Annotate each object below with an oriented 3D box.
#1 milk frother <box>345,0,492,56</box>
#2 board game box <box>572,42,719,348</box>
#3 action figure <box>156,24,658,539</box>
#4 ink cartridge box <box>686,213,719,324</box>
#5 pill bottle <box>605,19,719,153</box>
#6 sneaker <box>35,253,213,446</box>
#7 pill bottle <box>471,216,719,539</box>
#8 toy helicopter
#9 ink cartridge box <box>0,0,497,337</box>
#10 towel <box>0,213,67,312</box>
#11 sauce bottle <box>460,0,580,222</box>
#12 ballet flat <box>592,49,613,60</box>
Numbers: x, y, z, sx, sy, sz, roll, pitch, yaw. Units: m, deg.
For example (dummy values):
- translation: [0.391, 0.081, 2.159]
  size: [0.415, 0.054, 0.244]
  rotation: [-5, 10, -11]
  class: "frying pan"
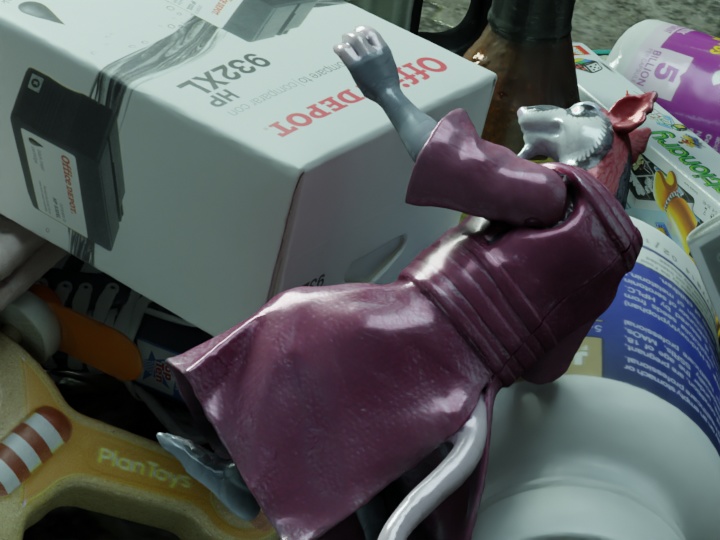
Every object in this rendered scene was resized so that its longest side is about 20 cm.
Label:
- translation: [0.005, -0.168, 1.118]
  size: [0.179, 0.189, 0.200]
  rotation: [11, 24, 6]
  class: "milk frother"
- translation: [0.127, -0.009, 0.935]
  size: [0.034, 0.127, 0.200]
  rotation: [-5, 30, -24]
  class: "board game box"
- translation: [0.033, 0.014, 0.655]
  size: [0.200, 0.134, 0.149]
  rotation: [-45, 39, -4]
  class: "action figure"
- translation: [0.239, 0.053, 0.811]
  size: [0.173, 0.044, 0.201]
  rotation: [-14, 78, -36]
  class: "ink cartridge box"
- translation: [0.224, -0.055, 1.060]
  size: [0.199, 0.113, 0.112]
  rotation: [20, 31, 22]
  class: "pill bottle"
- translation: [-0.121, 0.024, 0.854]
  size: [0.199, 0.070, 0.109]
  rotation: [-1, 28, -23]
  class: "sneaker"
- translation: [0.082, 0.073, 0.775]
  size: [0.119, 0.120, 0.200]
  rotation: [9, 32, 1]
  class: "pill bottle"
- translation: [-0.119, 0.063, 0.780]
  size: [0.199, 0.079, 0.133]
  rotation: [19, 51, -15]
  class: "toy helicopter"
- translation: [-0.069, -0.064, 0.790]
  size: [0.199, 0.084, 0.145]
  rotation: [28, 32, 23]
  class: "ink cartridge box"
- translation: [-0.213, -0.033, 0.811]
  size: [0.199, 0.032, 0.191]
  rotation: [12, 28, 15]
  class: "towel"
- translation: [0.069, -0.059, 0.934]
  size: [0.066, 0.201, 0.066]
  rotation: [7, 29, -4]
  class: "sauce bottle"
- translation: [0.077, -0.079, 1.132]
  size: [0.199, 0.076, 0.064]
  rotation: [-9, 63, -21]
  class: "ballet flat"
